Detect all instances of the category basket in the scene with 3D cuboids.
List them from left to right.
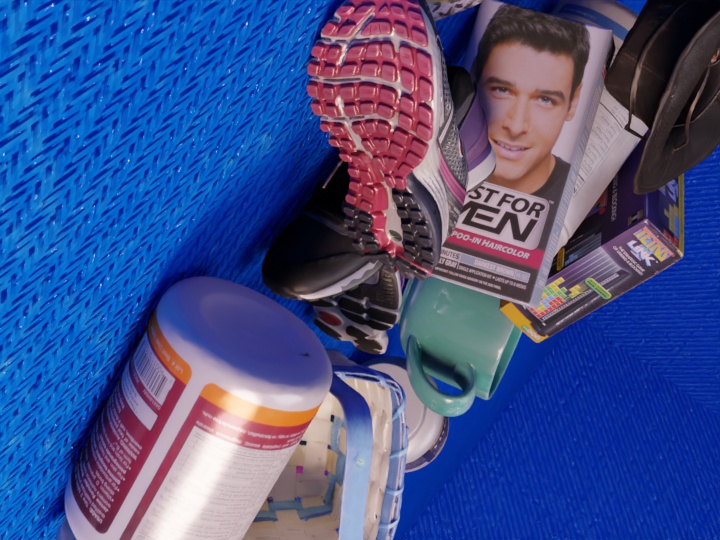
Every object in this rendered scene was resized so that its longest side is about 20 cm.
[{"bbox_3d":[-0.035,0.143,0.865,0.200,0.137,0.179,-147,-120,-64],"label":"basket"}]

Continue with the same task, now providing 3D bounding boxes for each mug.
[{"bbox_3d":[0.099,0.039,1.284,0.154,0.113,0.185,-70,168,18],"label":"mug"}]

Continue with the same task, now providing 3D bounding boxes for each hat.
[{"bbox_3d":[0.224,-0.149,0.939,0.201,0.081,0.202,-44,155,-27],"label":"hat"}]

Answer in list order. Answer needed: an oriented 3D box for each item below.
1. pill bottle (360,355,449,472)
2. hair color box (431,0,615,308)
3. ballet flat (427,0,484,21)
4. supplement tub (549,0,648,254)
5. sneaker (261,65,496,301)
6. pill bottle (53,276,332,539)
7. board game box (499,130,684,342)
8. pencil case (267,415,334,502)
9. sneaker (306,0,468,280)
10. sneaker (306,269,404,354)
[{"bbox_3d":[0.034,0.150,1.376,0.111,0.111,0.200,-53,168,-5],"label":"pill bottle"},{"bbox_3d":[0.109,-0.084,0.958,0.061,0.098,0.202,18,89,-76],"label":"hair color box"},{"bbox_3d":[0.107,-0.220,0.796,0.201,0.072,0.072,-54,167,-2],"label":"ballet flat"},{"bbox_3d":[0.170,-0.124,1.135,0.201,0.131,0.132,-53,167,-8],"label":"supplement tub"},{"bbox_3d":[0.004,-0.065,0.862,0.200,0.075,0.088,-40,134,-28],"label":"sneaker"},{"bbox_3d":[-0.106,0.113,0.770,0.201,0.109,0.109,-59,167,21],"label":"pill bottle"},{"bbox_3d":[0.210,-0.052,1.191,0.165,0.057,0.201,-37,-155,35],"label":"board game box"},{"bbox_3d":[-0.055,0.148,1.091,0.086,0.092,0.200,-55,168,1],"label":"pencil case"},{"bbox_3d":[0.022,-0.087,0.764,0.075,0.080,0.201,-56,156,-33],"label":"sneaker"},{"bbox_3d":[0.000,0.000,1.007,0.200,0.080,0.084,102,9,-75],"label":"sneaker"}]
